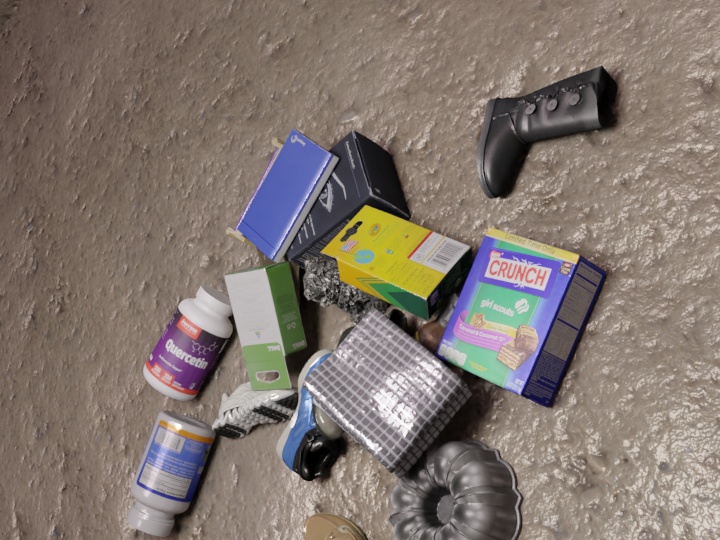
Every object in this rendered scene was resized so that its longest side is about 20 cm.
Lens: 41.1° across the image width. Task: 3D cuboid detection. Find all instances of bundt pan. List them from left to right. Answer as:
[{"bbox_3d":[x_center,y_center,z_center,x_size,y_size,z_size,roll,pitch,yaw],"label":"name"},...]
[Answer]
[{"bbox_3d":[0.117,0.324,1.306,0.200,0.075,0.204,-21,58,36],"label":"bundt pan"}]

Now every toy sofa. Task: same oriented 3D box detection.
[{"bbox_3d":[-0.171,-0.140,1.787,0.097,0.082,0.202,32,95,45],"label":"toy sofa"}]

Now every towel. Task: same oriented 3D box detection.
[{"bbox_3d":[0.032,0.164,1.342,0.199,0.086,0.166,37,84,32],"label":"towel"}]

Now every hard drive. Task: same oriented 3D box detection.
[{"bbox_3d":[-0.126,-0.129,1.628,0.132,0.025,0.201,38,100,47],"label":"hard drive"}]

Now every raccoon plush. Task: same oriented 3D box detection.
[{"bbox_3d":[0.000,0.000,1.519,0.199,0.133,0.098,-36,49,27],"label":"raccoon plush"}]

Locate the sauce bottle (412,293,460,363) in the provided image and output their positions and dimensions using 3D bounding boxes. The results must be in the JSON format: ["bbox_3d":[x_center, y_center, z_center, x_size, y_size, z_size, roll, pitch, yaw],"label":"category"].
[{"bbox_3d":[0.098,0.125,1.423,0.201,0.064,0.065,-55,44,9],"label":"sauce bottle"}]

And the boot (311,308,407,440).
[{"bbox_3d":[0.000,0.153,1.457,0.130,0.067,0.202,-26,38,53],"label":"boot"}]

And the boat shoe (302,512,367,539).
[{"bbox_3d":[-0.027,0.411,1.414,0.199,0.064,0.072,19,86,47],"label":"boat shoe"}]

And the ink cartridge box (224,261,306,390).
[{"bbox_3d":[-0.152,0.093,1.598,0.103,0.059,0.203,-9,96,41],"label":"ink cartridge box"}]

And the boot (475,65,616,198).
[{"bbox_3d":[0.271,-0.198,1.403,0.198,0.065,0.167,-7,69,38],"label":"boot"}]

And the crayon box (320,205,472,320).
[{"bbox_3d":[0.054,-0.016,1.455,0.199,0.051,0.127,25,54,30],"label":"crayon box"}]

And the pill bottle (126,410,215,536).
[{"bbox_3d":[-0.342,0.362,1.709,0.111,0.111,0.202,16,84,46],"label":"pill bottle"}]

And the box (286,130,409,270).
[{"bbox_3d":[-0.033,-0.109,1.623,0.199,0.104,0.149,-35,51,28],"label":"box"}]

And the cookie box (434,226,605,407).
[{"bbox_3d":[0.217,0.060,1.325,0.170,0.075,0.202,21,87,48],"label":"cookie box"}]

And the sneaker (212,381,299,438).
[{"bbox_3d":[-0.178,0.224,1.645,0.199,0.075,0.082,-23,48,35],"label":"sneaker"}]

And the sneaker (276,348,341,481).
[{"bbox_3d":[-0.061,0.233,1.515,0.111,0.076,0.202,30,98,53],"label":"sneaker"}]

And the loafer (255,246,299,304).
[{"bbox_3d":[-0.137,-0.004,1.708,0.075,0.068,0.203,-20,75,39],"label":"loafer"}]

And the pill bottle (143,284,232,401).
[{"bbox_3d":[-0.312,0.133,1.781,0.112,0.112,0.201,37,100,46],"label":"pill bottle"}]
